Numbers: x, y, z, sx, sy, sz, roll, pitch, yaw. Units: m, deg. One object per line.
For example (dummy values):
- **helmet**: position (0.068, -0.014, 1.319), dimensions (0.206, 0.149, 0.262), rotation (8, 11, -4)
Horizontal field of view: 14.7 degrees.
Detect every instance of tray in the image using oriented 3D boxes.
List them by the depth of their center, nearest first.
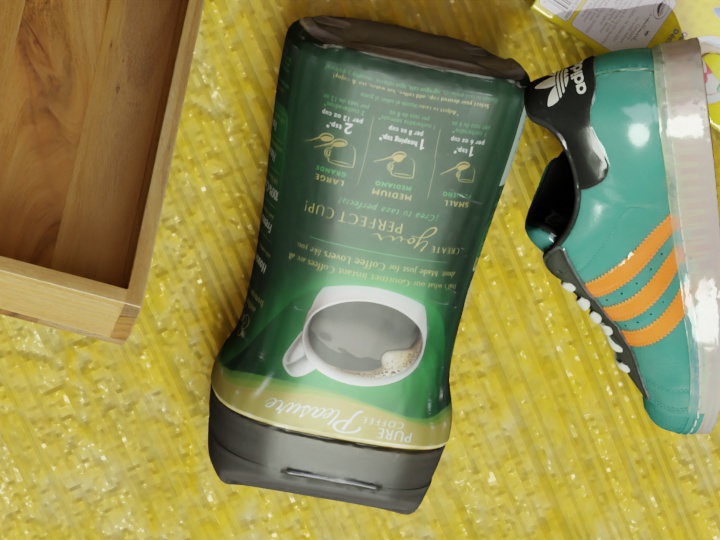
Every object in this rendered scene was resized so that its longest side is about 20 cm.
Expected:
- **tray**: position (-0.119, -0.074, 1.092), dimensions (0.099, 0.200, 0.037), rotation (15, 147, -9)

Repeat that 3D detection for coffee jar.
- **coffee jar**: position (0.000, 0.000, 1.166), dimensions (0.104, 0.085, 0.200), rotation (11, 103, -10)

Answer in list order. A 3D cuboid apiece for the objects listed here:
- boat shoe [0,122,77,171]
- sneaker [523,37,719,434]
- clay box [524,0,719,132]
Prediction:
- **boat shoe**: position (-0.214, -0.045, 1.141), dimensions (0.200, 0.071, 0.091), rotation (16, 131, 6)
- **sneaker**: position (0.111, -0.011, 1.168), dimensions (0.080, 0.071, 0.200), rotation (-5, 129, 6)
- **clay box**: position (0.180, -0.108, 1.173), dimensions (0.200, 0.048, 0.115), rotation (32, 100, -13)
